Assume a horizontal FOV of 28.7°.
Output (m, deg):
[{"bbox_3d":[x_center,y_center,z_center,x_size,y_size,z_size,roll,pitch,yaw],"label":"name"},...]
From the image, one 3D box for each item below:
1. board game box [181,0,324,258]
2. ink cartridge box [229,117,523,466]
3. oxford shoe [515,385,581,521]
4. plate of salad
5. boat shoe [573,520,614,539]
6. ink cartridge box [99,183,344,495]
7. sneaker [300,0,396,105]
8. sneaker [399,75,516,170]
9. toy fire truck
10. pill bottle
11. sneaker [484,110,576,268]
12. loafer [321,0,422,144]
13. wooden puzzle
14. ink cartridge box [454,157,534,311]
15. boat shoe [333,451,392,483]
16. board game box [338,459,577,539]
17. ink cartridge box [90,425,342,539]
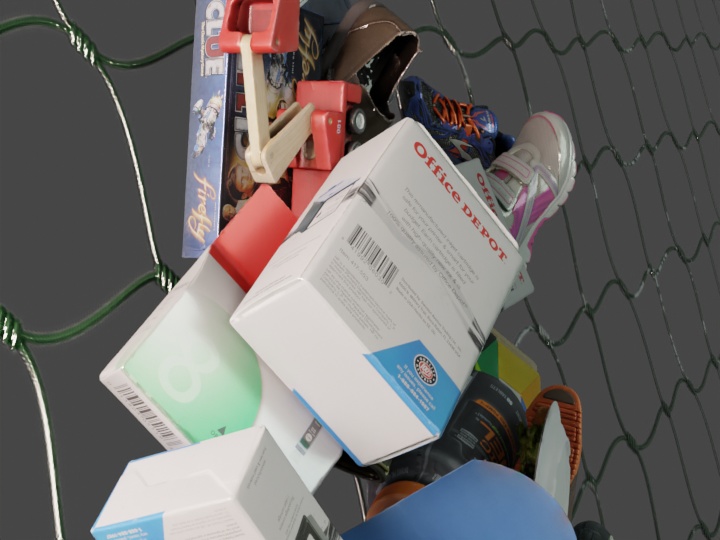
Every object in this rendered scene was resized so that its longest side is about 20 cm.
[{"bbox_3d":[-0.081,-0.108,1.087,0.135,0.034,0.203,2,91,-61],"label":"board game box"},{"bbox_3d":[0.019,0.012,0.995,0.147,0.085,0.201,49,41,-15],"label":"ink cartridge box"},{"bbox_3d":[0.178,0.210,1.371,0.073,0.070,0.203,9,95,-66],"label":"oxford shoe"},{"bbox_3d":[0.145,0.210,1.186,0.200,0.047,0.203,6,90,-77],"label":"plate of salad"},{"bbox_3d":[0.205,0.305,1.205,0.061,0.074,0.202,-66,155,-54],"label":"boat shoe"},{"bbox_3d":[-0.061,0.056,0.971,0.161,0.050,0.201,48,60,-16],"label":"ink cartridge box"},{"bbox_3d":[-0.036,-0.185,1.238,0.148,0.076,0.202,64,29,-14],"label":"sneaker"},{"bbox_3d":[0.102,-0.153,1.475,0.199,0.078,0.076,29,49,-53],"label":"sneaker"},{"bbox_3d":[-0.050,-0.099,1.057,0.140,0.048,0.203,0,94,-61],"label":"toy fire truck"},{"bbox_3d":[0.069,0.172,1.192,0.107,0.105,0.200,65,28,-13],"label":"pill bottle"},{"bbox_3d":[0.153,-0.076,1.451,0.088,0.081,0.202,27,86,-42],"label":"sneaker"},{"bbox_3d":[-0.013,-0.133,1.178,0.073,0.070,0.202,29,84,-49],"label":"loafer"},{"bbox_3d":[0.142,0.138,1.422,0.200,0.037,0.187,43,39,-44],"label":"wooden puzzle"},{"bbox_3d":[0.065,-0.012,1.294,0.199,0.083,0.148,-24,91,-58],"label":"ink cartridge box"},{"bbox_3d":[-0.040,0.115,1.058,0.201,0.071,0.061,23,67,-46],"label":"boat shoe"},{"bbox_3d":[0.069,0.224,1.082,0.159,0.198,0.039,54,13,-21],"label":"board game box"},{"bbox_3d":[-0.066,0.205,0.908,0.201,0.115,0.068,59,31,-25],"label":"ink cartridge box"}]
